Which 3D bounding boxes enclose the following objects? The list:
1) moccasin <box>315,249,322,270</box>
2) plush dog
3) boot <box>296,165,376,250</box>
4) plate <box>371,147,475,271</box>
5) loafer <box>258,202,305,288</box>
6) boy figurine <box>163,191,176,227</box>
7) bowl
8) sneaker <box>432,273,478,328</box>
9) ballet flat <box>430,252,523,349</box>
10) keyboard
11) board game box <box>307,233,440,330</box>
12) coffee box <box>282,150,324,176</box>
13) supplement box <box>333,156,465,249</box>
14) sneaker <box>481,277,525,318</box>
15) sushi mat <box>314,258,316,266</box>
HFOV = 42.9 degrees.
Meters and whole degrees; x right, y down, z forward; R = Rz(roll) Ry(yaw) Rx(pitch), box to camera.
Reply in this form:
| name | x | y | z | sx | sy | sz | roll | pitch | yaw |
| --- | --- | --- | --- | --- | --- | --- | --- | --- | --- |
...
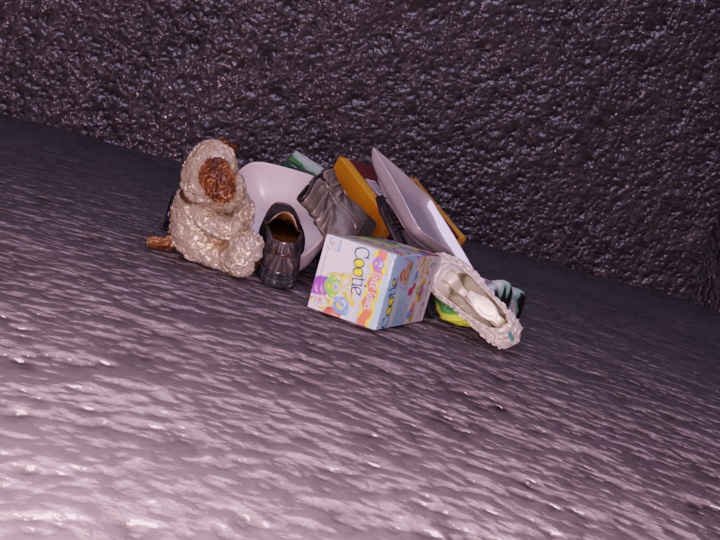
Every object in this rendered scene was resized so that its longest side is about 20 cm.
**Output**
| name | x | y | z | sx | sy | sz | roll | pitch | yaw |
| --- | --- | --- | --- | --- | --- | --- | --- | --- | --- |
| moccasin | 0.000 | 0.000 | 1.473 | 0.080 | 0.068 | 0.200 | 9 | 6 | -35 |
| plush dog | -0.216 | -0.103 | 1.297 | 0.160 | 0.172 | 0.200 | 5 | 25 | -15 |
| boot | -0.055 | -0.064 | 1.378 | 0.131 | 0.068 | 0.200 | 49 | 36 | -20 |
| plate | 0.098 | -0.090 | 1.516 | 0.200 | 0.032 | 0.200 | 34 | 23 | -49 |
| loafer | -0.111 | -0.055 | 1.348 | 0.073 | 0.072 | 0.200 | 8 | 31 | -13 |
| boy figurine | -0.236 | -0.081 | 1.583 | 0.200 | 0.065 | 0.124 | 17 | -12 | -16 |
| bowl | -0.136 | -0.079 | 1.490 | 0.200 | 0.075 | 0.200 | 18 | 46 | 15 |
| sneaker | 0.161 | 0.041 | 1.442 | 0.074 | 0.084 | 0.200 | 14 | 8 | -18 |
| ballet flat | 0.157 | 0.032 | 1.331 | 0.200 | 0.072 | 0.072 | 42 | 19 | 28 |
| keyboard | 0.072 | -0.028 | 1.435 | 0.021 | 0.200 | 0.127 | -24 | 19 | 5 |
| board game box | 0.023 | 0.013 | 1.266 | 0.103 | 0.105 | 0.200 | 18 | 6 | 20 |
| coffee box | -0.100 | -0.140 | 1.850 | 0.123 | 0.044 | 0.200 | 34 | -31 | 19 |
| supplement box | 0.045 | -0.082 | 1.681 | 0.200 | 0.133 | 0.197 | 10 | 33 | -41 |
| sneaker | 0.195 | 0.044 | 1.578 | 0.140 | 0.078 | 0.200 | 17 | -3 | 23 |
| sushi mat | -0.010 | -0.022 | 1.545 | 0.200 | 0.096 | 0.012 | 22 | 40 | 38 |
